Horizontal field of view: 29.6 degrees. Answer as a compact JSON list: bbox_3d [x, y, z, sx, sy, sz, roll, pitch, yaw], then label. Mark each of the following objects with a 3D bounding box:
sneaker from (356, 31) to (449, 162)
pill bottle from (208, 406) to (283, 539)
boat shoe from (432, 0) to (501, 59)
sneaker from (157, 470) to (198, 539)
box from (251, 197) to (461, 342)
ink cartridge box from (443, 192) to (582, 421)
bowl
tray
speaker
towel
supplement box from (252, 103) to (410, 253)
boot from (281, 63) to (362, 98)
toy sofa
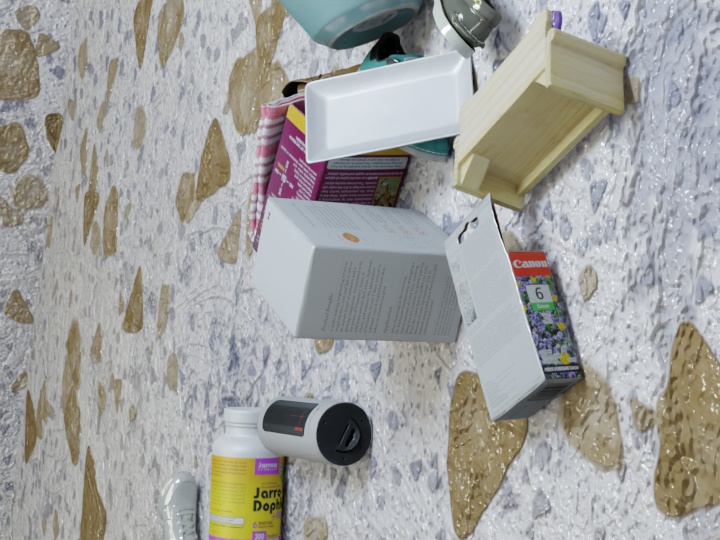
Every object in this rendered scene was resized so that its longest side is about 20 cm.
[{"bbox_3d":[0.052,-0.204,1.575,0.201,0.071,0.081,56,131,43],"label":"sneaker"},{"bbox_3d":[-0.160,0.297,1.926,0.104,0.103,0.203,-2,86,64],"label":"pill bottle"},{"bbox_3d":[0.108,-0.307,1.478,0.060,0.072,0.203,-38,37,22],"label":"boat shoe"},{"bbox_3d":[-0.287,0.430,2.237,0.099,0.074,0.203,19,105,44],"label":"sneaker"},{"bbox_3d":[0.000,0.000,1.516,0.152,0.197,0.108,-135,53,-57],"label":"box"},{"bbox_3d":[0.148,0.036,1.359,0.109,0.050,0.202,-48,50,54],"label":"ink cartridge box"},{"bbox_3d":[-0.003,-0.331,1.601,0.200,0.199,0.106,-29,82,60],"label":"bowl"},{"bbox_3d":[0.033,-0.180,1.526,0.022,0.197,0.109,50,-146,-61],"label":"tray"},{"bbox_3d":[-0.061,0.206,1.759,0.199,0.080,0.083,175,97,-64],"label":"speaker"},{"bbox_3d":[-0.067,-0.131,1.701,0.030,0.145,0.202,43,137,40],"label":"towel"},{"bbox_3d":[-0.035,-0.092,1.661,0.103,0.130,0.202,44,126,42],"label":"supplement box"},{"bbox_3d":[-0.040,-0.227,1.766,0.199,0.075,0.075,-11,73,61],"label":"boot"},{"bbox_3d":[0.168,-0.152,1.313,0.200,0.082,0.099,132,150,-52],"label":"toy sofa"}]
